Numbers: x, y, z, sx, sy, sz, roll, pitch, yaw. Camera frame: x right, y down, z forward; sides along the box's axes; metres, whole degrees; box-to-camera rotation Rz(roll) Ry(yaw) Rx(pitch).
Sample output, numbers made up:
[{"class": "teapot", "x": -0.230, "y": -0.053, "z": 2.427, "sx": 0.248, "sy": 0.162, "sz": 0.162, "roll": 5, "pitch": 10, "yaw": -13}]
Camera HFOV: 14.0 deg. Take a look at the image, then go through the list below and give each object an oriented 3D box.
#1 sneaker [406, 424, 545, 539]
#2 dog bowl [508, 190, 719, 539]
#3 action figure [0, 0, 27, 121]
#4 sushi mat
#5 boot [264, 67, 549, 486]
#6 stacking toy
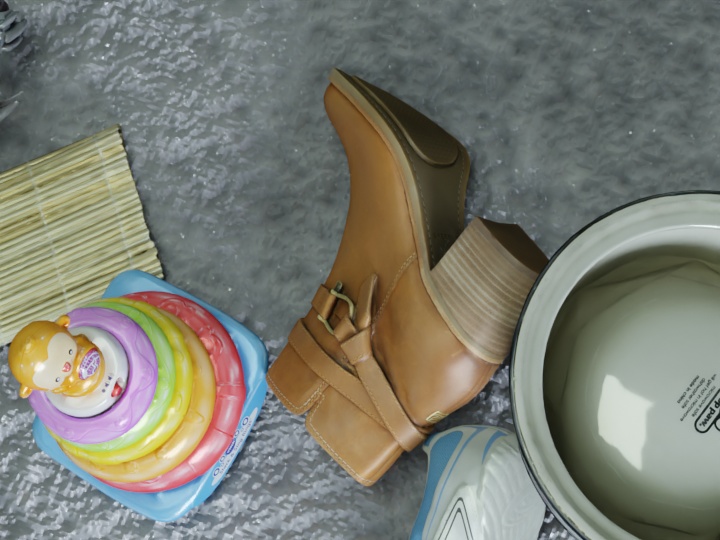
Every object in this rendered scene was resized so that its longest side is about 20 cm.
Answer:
[{"class": "sneaker", "x": 0.049, "y": 0.179, "z": 1.505, "sx": 0.072, "sy": 0.072, "sz": 0.201, "roll": 4, "pitch": 82, "yaw": 49}, {"class": "dog bowl", "x": 0.166, "y": 0.065, "z": 1.465, "sx": 0.199, "sy": 0.074, "sz": 0.201, "roll": 2, "pitch": 76, "yaw": -7}, {"class": "action figure", "x": -0.253, "y": -0.135, "z": 1.626, "sx": 0.130, "sy": 0.069, "sz": 0.201, "roll": -22, "pitch": 90, "yaw": 14}, {"class": "sushi mat", "x": -0.210, "y": -0.002, "z": 1.628, "sx": 0.199, "sy": 0.012, "sz": 0.096, "roll": -22, "pitch": 75, "yaw": 8}, {"class": "boot", "x": 0.000, "y": 0.000, "z": 1.545, "sx": 0.155, "sy": 0.074, "sz": 0.200, "roll": -51, "pitch": 48, "yaw": 19}, {"class": "stacking toy", "x": -0.131, "y": 0.054, "z": 1.498, "sx": 0.110, "sy": 0.200, "sz": 0.116, "roll": 29, "pitch": 88, "yaw": 18}]
